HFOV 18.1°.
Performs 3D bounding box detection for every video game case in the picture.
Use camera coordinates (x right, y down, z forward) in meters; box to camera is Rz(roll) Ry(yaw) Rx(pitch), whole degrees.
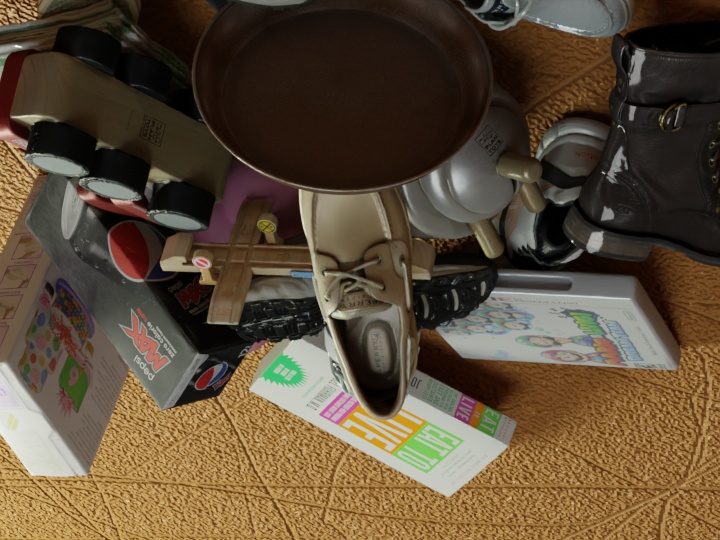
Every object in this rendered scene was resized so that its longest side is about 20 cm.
[{"bbox_3d":[0.140,0.038,1.737,0.181,0.024,0.200,2,164,19],"label":"video game case"}]

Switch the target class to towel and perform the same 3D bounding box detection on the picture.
[{"bbox_3d":[-0.183,-0.134,1.664,0.149,0.031,0.200,-6,156,29],"label":"towel"}]

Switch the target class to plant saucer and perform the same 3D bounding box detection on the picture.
[{"bbox_3d":[-0.012,-0.122,1.507,0.199,0.201,0.032,12,145,7],"label":"plant saucer"}]

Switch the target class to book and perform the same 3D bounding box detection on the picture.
[{"bbox_3d":[0.018,0.109,1.901,0.199,0.048,0.134,27,153,-8],"label":"book"}]

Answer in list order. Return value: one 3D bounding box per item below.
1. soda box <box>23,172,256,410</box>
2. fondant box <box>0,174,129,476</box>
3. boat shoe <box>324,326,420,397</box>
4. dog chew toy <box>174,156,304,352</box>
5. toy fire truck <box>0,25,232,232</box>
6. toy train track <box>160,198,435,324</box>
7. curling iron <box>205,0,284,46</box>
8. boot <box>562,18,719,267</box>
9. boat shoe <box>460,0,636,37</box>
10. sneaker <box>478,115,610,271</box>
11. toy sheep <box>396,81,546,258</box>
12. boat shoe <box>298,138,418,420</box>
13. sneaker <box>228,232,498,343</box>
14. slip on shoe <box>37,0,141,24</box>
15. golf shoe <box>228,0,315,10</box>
[{"bbox_3d":[-0.167,0.006,1.696,0.200,0.063,0.071,51,128,23],"label":"soda box"},{"bbox_3d":[-0.238,0.042,1.804,0.058,0.201,0.145,-3,138,25],"label":"fondant box"},{"bbox_3d":[0.008,0.064,1.743,0.073,0.199,0.068,7,100,1],"label":"boat shoe"},{"bbox_3d":[-0.091,-0.022,1.739,0.124,0.125,0.200,25,135,-10],"label":"dog chew toy"},{"bbox_3d":[-0.216,-0.079,1.622,0.199,0.129,0.176,-1,161,44],"label":"toy fire truck"},{"bbox_3d":[-0.047,-0.015,1.602,0.199,0.115,0.033,2,141,15],"label":"toy train track"},{"bbox_3d":[-0.060,-0.146,1.558,0.200,0.049,0.026,50,146,18],"label":"curling iron"},{"bbox_3d":[0.236,-0.091,1.543,0.199,0.069,0.175,-4,127,-31],"label":"boot"},{"bbox_3d":[0.086,-0.193,1.485,0.200,0.072,0.070,25,142,-10],"label":"boat shoe"},{"bbox_3d":[0.131,-0.030,1.670,0.073,0.080,0.200,18,145,-5],"label":"sneaker"},{"bbox_3d":[0.058,-0.082,1.584,0.200,0.138,0.138,10,149,47],"label":"toy sheep"},{"bbox_3d":[0.002,0.007,1.535,0.072,0.065,0.201,-8,118,5],"label":"boat shoe"},{"bbox_3d":[0.000,0.000,1.639,0.199,0.080,0.074,-3,149,4],"label":"sneaker"},{"bbox_3d":[-0.189,-0.215,1.581,0.074,0.061,0.200,4,156,-4],"label":"slip on shoe"},{"bbox_3d":[-0.097,-0.233,1.473,0.200,0.077,0.088,31,172,-22],"label":"golf shoe"}]
